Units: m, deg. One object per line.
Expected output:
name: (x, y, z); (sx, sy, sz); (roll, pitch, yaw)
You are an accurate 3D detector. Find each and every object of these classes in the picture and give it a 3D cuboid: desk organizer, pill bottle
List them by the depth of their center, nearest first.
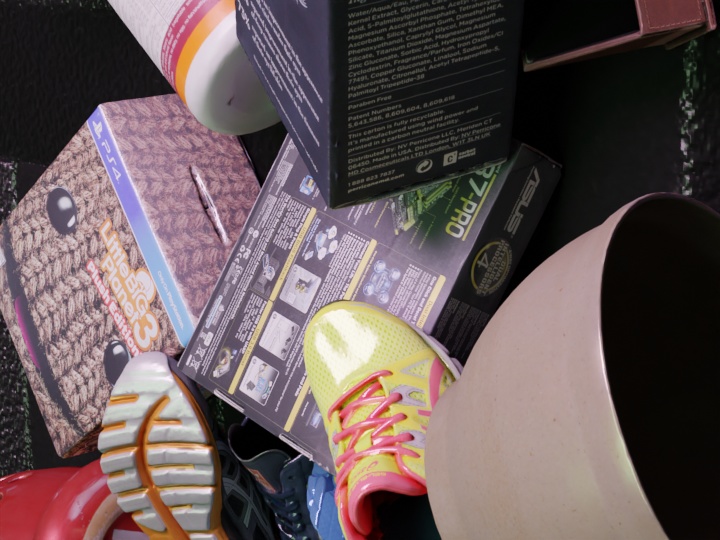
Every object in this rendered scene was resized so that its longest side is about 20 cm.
desk organizer: (0.100, -0.199, 0.811); (0.072, 0.076, 0.202); (177, 81, -83)
pill bottle: (-0.101, -0.185, 1.034); (0.201, 0.109, 0.110); (53, 133, 26)

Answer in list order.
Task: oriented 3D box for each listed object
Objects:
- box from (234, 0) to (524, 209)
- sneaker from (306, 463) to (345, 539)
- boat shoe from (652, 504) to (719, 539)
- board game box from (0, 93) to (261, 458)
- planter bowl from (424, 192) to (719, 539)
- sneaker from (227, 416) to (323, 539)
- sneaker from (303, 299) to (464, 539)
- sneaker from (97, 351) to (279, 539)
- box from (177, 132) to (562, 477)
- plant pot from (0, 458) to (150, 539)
box: (0.005, -0.158, 0.843); (0.201, 0.103, 0.149); (92, 157, -48)
sneaker: (0.047, 0.149, 0.966); (0.199, 0.083, 0.071); (27, 87, 36)
boat shoe: (0.104, 0.102, 0.902); (0.199, 0.073, 0.069); (35, 119, 39)
board game box: (-0.145, 0.005, 1.139); (0.200, 0.096, 0.161); (-40, 69, 45)
planter bowl: (0.114, 0.083, 0.775); (0.134, 0.199, 0.202); (-25, 80, 37)
sneaker: (-0.042, 0.127, 1.063); (0.075, 0.084, 0.202); (17, 112, 44)
sneaker: (0.019, 0.093, 0.831); (0.078, 0.090, 0.201); (-38, 61, 18)
sneaker: (-0.101, 0.131, 1.083); (0.077, 0.077, 0.202); (-1, 122, 23)
box: (0.000, 0.000, 0.955); (0.161, 0.049, 0.202); (27, 92, 43)
plant pot: (-0.184, 0.227, 1.164); (0.182, 0.199, 0.203); (-19, 85, 44)
